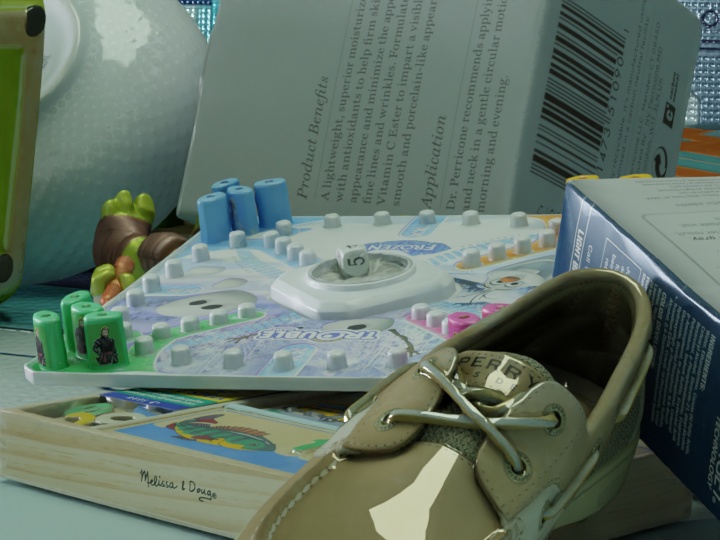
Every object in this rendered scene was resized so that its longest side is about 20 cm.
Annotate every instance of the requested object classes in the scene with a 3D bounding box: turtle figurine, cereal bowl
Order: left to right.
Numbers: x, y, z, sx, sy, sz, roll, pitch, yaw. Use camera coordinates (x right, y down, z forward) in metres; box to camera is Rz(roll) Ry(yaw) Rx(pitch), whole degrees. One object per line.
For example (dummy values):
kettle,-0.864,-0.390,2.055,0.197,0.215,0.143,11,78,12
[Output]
cereal bowl,-0.182,-0.097,1.263,0.200,0.200,0.083,4,-30,21
turtle figurine,-0.045,0.003,1.054,0.200,0.065,0.161,-12,18,-27

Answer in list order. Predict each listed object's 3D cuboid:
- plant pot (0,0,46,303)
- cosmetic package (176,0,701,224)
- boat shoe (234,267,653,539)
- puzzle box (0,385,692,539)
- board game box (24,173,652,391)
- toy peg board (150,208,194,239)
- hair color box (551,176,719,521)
plant pot,-0.266,-0.069,1.110,0.181,0.200,0.199,12,11,28
cosmetic package,0.042,-0.080,1.184,0.200,0.165,0.165,7,-9,34
boat shoe,0.026,0.049,0.613,0.072,0.065,0.200,26,27,21
puzzle box,-0.007,0.063,0.766,0.200,0.025,0.133,8,9,42
board game box,0.000,0.000,0.887,0.200,0.026,0.200,0,17,19
toy peg board,-0.112,-0.064,1.385,0.200,0.098,0.199,4,8,20
hair color box,0.141,0.035,0.678,0.100,0.061,0.200,-2,24,-21
